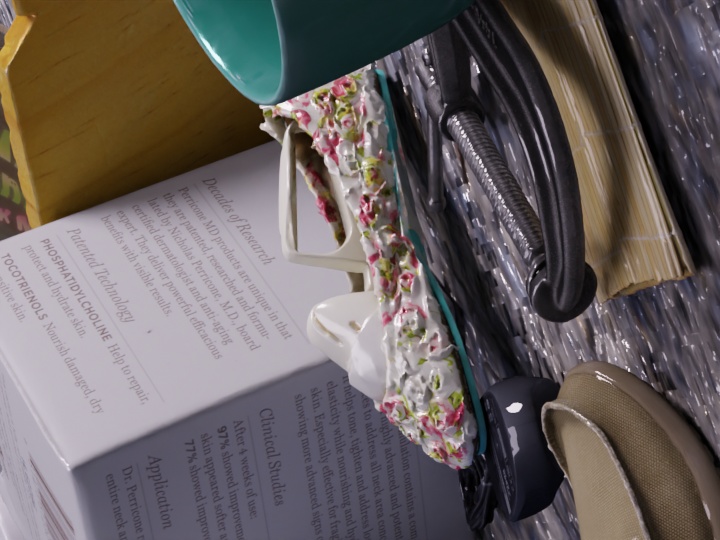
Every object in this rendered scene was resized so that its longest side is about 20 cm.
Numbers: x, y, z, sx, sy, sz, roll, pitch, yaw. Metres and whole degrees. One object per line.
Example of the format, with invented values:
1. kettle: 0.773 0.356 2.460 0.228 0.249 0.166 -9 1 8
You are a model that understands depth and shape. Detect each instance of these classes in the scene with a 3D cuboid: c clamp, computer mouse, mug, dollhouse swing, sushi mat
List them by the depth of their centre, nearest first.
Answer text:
1. mug: -0.022 -0.162 1.038 0.185 0.114 0.152 57 164 27
2. sushi mat: 0.073 -0.086 1.066 0.096 0.012 0.201 161 89 -76
3. c clamp: 0.055 -0.051 1.124 0.200 0.027 0.171 -118 16 -55
4. computer mouse: 0.069 0.085 1.277 0.200 0.034 0.059 115 142 -78
5. dollhouse swing: -0.135 -0.125 1.463 0.176 0.181 0.201 39 148 42

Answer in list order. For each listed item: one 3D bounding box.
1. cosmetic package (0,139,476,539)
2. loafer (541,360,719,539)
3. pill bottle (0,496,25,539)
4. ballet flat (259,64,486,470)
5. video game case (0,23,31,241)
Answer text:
1. cosmetic package: -0.070 0.067 1.392 0.166 0.199 0.168 51 156 45
2. loafer: 0.115 0.126 1.093 0.076 0.067 0.200 101 145 -62
3. pill bottle: -0.106 0.116 1.577 0.111 0.199 0.111 160 90 -74
4. ballet flat: 0.000 0.000 1.271 0.076 0.064 0.201 107 149 -64
5. video game case: -0.153 -0.024 1.509 0.023 0.200 0.182 -26 48 40
